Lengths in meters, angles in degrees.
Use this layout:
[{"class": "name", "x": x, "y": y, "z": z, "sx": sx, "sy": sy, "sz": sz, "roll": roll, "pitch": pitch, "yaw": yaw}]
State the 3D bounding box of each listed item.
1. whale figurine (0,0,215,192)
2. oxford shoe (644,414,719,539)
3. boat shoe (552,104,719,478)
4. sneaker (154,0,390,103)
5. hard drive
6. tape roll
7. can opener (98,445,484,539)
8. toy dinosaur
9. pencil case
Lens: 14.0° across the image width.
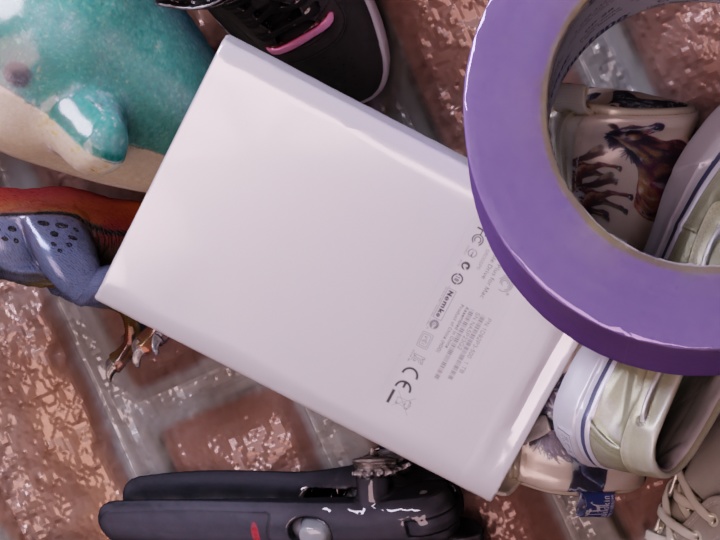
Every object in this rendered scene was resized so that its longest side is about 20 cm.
[{"class": "whale figurine", "x": -0.106, "y": -0.096, "z": 1.359, "sx": 0.199, "sy": 0.159, "sz": 0.104, "roll": 29, "pitch": 112, "yaw": -9}, {"class": "oxford shoe", "x": 0.162, "y": 0.116, "z": 1.342, "sx": 0.057, "sy": 0.075, "sz": 0.201, "roll": 4, "pitch": 122, "yaw": -11}, {"class": "boat shoe", "x": 0.160, "y": 0.006, "z": 1.300, "sx": 0.062, "sy": 0.072, "sz": 0.201, "roll": 22, "pitch": 79, "yaw": 42}, {"class": "sneaker", "x": -0.055, "y": -0.130, "z": 1.335, "sx": 0.071, "sy": 0.099, "sz": 0.200, "roll": -29, "pitch": 121, "yaw": 19}, {"class": "hard drive", "x": 0.000, "y": 0.000, "z": 1.300, "sx": 0.199, "sy": 0.026, "sz": 0.132, "roll": 27, "pitch": 105, "yaw": -3}, {"class": "tape roll", "x": 0.143, "y": -0.060, "z": 1.230, "sx": 0.199, "sy": 0.085, "sz": 0.201, "roll": 0, "pitch": 81, "yaw": 3}, {"class": "can opener", "x": -0.038, "y": 0.121, "z": 1.441, "sx": 0.199, "sy": 0.063, "sz": 0.079, "roll": 0, "pitch": 103, "yaw": 20}, {"class": "toy dinosaur", "x": -0.175, "y": -0.019, "z": 1.433, "sx": 0.181, "sy": 0.105, "sz": 0.200, "roll": 40, "pitch": 80, "yaw": -11}, {"class": "pencil case", "x": 0.103, "y": 0.008, "z": 1.347, "sx": 0.078, "sy": 0.089, "sz": 0.201, "roll": 16, "pitch": 108, "yaw": 30}]
